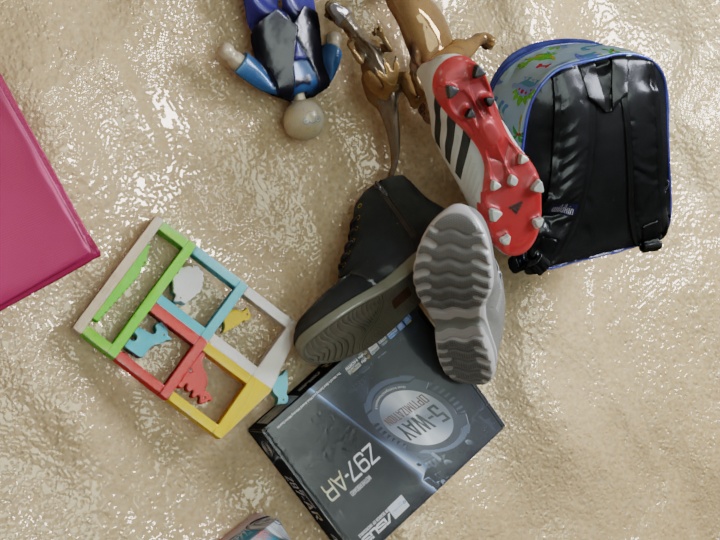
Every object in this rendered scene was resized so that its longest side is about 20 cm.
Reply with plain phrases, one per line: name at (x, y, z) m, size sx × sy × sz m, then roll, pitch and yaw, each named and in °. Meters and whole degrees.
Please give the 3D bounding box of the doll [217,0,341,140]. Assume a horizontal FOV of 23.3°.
doll at (-0.074, -0.220, 1.637) m, size 0.136 × 0.048 × 0.201 m, roll -17°, pitch 99°, yaw -33°

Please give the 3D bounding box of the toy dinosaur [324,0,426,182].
toy dinosaur at (0.025, -0.165, 1.640) m, size 0.060 × 0.106 × 0.201 m, roll -20°, pitch 98°, yaw -23°

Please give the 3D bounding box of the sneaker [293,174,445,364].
sneaker at (0.000, 0.000, 1.637) m, size 0.200 × 0.075 × 0.106 m, roll -36°, pitch 57°, yaw -16°

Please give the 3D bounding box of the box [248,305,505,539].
box at (0.017, 0.150, 1.659) m, size 0.200 × 0.043 × 0.161 m, roll -40°, pitch 101°, yaw -20°

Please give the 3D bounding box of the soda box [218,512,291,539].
soda box at (-0.146, 0.302, 1.568) m, size 0.200 × 0.068 × 0.064 m, roll -36°, pitch 101°, yaw -19°

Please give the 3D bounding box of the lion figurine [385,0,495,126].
lion figurine at (0.063, -0.234, 1.665) m, size 0.122 × 0.072 × 0.201 m, roll -34°, pitch 95°, yaw -47°

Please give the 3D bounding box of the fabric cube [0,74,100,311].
fabric cube at (-0.362, -0.041, 1.426) m, size 0.199 × 0.200 × 0.197 m, roll -31°, pitch 98°, yaw -21°

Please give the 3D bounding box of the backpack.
backpack at (0.198, -0.121, 1.679) m, size 0.182 × 0.147 × 0.201 m, roll -11°, pitch 115°, yaw -23°

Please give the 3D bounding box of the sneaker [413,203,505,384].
sneaker at (0.095, 0.011, 1.615) m, size 0.074 × 0.201 × 0.082 m, roll 8°, pitch 44°, yaw 15°

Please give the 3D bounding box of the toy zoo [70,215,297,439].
toy zoo at (-0.146, 0.061, 1.595) m, size 0.200 × 0.020 × 0.131 m, roll 38°, pitch 74°, yaw -9°

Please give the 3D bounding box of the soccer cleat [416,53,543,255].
soccer cleat at (0.108, -0.107, 1.588) m, size 0.068 × 0.085 × 0.201 m, roll -32°, pitch 112°, yaw -14°
